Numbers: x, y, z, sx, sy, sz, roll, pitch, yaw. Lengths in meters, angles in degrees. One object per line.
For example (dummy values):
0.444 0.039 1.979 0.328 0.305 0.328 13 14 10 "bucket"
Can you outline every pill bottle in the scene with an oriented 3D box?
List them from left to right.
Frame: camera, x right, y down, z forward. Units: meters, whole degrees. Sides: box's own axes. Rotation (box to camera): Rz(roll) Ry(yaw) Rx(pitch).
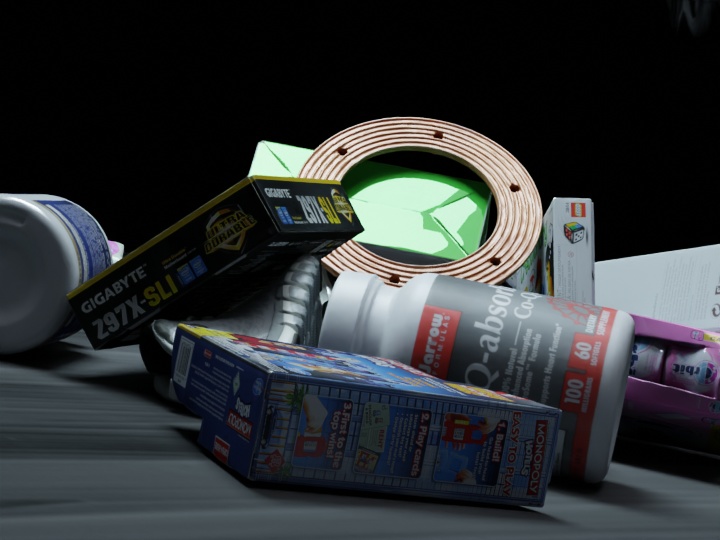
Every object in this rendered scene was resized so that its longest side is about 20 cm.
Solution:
-0.242 0.000 1.463 0.110 0.112 0.200 11 3 4 "pill bottle"
0.076 0.066 1.330 0.198 0.117 0.116 11 3 10 "pill bottle"

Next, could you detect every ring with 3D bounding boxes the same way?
0.044 -0.046 1.576 0.198 0.019 0.202 3 47 -3 "ring"

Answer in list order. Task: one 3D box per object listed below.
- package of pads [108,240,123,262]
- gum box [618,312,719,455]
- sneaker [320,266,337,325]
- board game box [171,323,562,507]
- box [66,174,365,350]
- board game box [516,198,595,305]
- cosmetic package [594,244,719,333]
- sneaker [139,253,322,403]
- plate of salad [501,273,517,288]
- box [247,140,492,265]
-0.294 -0.005 1.811 0.153 0.069 0.200 11 2 -8 "package of pads"
0.240 0.089 1.554 0.112 0.067 0.200 11 -12 10 "gum box"
-0.058 0.066 1.511 0.115 0.076 0.201 -25 23 7 "sneaker"
0.004 0.087 1.172 0.198 0.062 0.200 11 2 -20 "board game box"
-0.097 -0.007 1.419 0.159 0.050 0.200 -30 -7 16 "box"
0.155 0.032 1.606 0.034 0.127 0.200 2 -16 -4 "board game box"
0.268 0.032 1.601 0.101 0.072 0.199 18 -14 -29 "cosmetic package"
-0.089 0.038 1.360 0.114 0.076 0.200 3 21 6 "sneaker"
0.123 0.045 1.847 0.200 0.048 0.201 43 -20 20 "plate of salad"
0.000 0.000 1.663 0.198 0.097 0.177 11 -42 5 "box"
